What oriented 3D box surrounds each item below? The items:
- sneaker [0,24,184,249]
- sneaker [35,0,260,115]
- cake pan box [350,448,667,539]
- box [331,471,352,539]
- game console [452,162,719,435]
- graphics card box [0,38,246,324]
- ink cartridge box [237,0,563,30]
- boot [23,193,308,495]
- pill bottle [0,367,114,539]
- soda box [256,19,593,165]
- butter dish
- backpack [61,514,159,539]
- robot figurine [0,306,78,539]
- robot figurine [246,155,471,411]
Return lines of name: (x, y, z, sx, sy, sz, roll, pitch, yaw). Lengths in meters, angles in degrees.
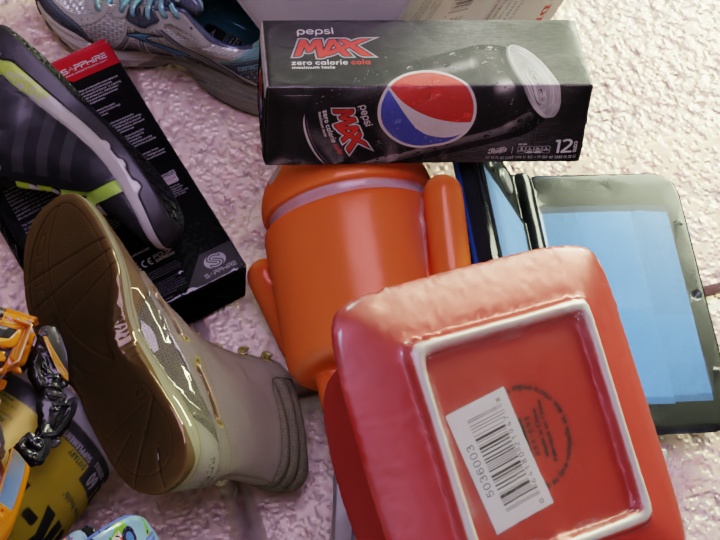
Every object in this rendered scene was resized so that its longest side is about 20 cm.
sneaker: (-0.196, -0.070, 1.343, 0.083, 0.072, 0.200, -46, 72, 2)
sneaker: (-0.128, -0.181, 1.437, 0.199, 0.086, 0.078, 18, 62, 5)
cake pan box: (0.090, 0.191, 1.246, 0.199, 0.052, 0.185, 6, 66, -1)
box: (0.080, 0.181, 1.296, 0.199, 0.036, 0.145, 4, 63, -4)
game console: (0.147, -0.002, 1.341, 0.118, 0.171, 0.201, -19, 58, 14)
graphics card box: (-0.175, -0.044, 1.384, 0.125, 0.051, 0.200, -27, 67, -17)
ink cartridge box: (0.038, -0.218, 1.395, 0.200, 0.147, 0.145, -19, 63, -46)
boot: (-0.116, 0.049, 1.285, 0.072, 0.154, 0.200, -38, 66, 22)
pill bottle: (-0.244, 0.155, 1.241, 0.114, 0.114, 0.200, 31, 65, 11)
soda box: (0.037, -0.110, 1.288, 0.199, 0.064, 0.071, -2, 44, -6)
butter dish: (0.056, 0.106, 1.180, 0.199, 0.148, 0.201, -14, 84, -36)
backpack: (-0.152, 0.234, 1.159, 0.182, 0.200, 0.135, -38, 71, -22)
robot figurine: (-0.239, 0.094, 1.171, 0.144, 0.058, 0.201, 17, 64, -7)
robot figurine: (-0.002, 0.001, 1.323, 0.116, 0.144, 0.201, -5, 70, -15)
